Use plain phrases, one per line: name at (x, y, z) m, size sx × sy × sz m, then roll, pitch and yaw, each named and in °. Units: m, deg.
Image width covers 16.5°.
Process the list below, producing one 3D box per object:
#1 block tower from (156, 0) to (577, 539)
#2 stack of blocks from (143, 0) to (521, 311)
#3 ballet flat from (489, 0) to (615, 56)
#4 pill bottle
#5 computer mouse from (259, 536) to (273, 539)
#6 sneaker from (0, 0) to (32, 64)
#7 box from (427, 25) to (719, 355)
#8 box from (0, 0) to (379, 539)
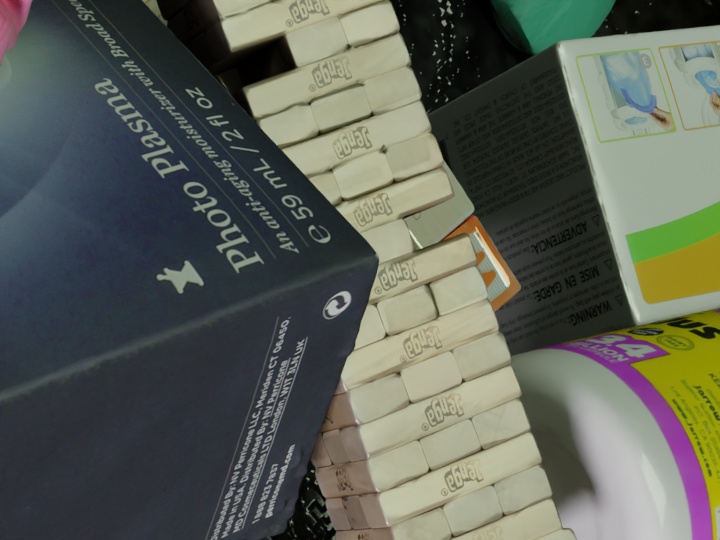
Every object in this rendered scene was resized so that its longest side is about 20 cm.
block tower at (0.000, 0.000, 0.731) m, size 0.057 × 0.054 × 0.201 m, roll -20°, pitch 91°, yaw -19°
stack of blocks at (-0.050, -0.048, 0.814) m, size 0.058 × 0.115 × 0.201 m, roll -37°, pitch 96°, yaw -37°
ballet flat at (0.106, -0.176, 0.990) m, size 0.067 × 0.070 × 0.201 m, roll 34°, pitch 59°, yaw -21°
pill bottle at (0.127, 0.064, 0.821) m, size 0.199 × 0.104 × 0.105 m, roll -10°, pitch 81°, yaw -40°
computer mouse at (-0.110, 0.153, 0.731) m, size 0.138 × 0.053 × 0.201 m, roll 16°, pitch 68°, yaw 4°
sneaker at (-0.124, -0.084, 0.645) m, size 0.200 × 0.095 × 0.079 m, roll -40°, pitch 114°, yaw -31°
box at (0.128, -0.029, 0.931) m, size 0.199 × 0.112 × 0.102 m, roll -9°, pitch 80°, yaw -37°
box at (-0.138, 0.000, 0.685) m, size 0.198 × 0.124 × 0.200 m, roll -22°, pitch 56°, yaw -37°
